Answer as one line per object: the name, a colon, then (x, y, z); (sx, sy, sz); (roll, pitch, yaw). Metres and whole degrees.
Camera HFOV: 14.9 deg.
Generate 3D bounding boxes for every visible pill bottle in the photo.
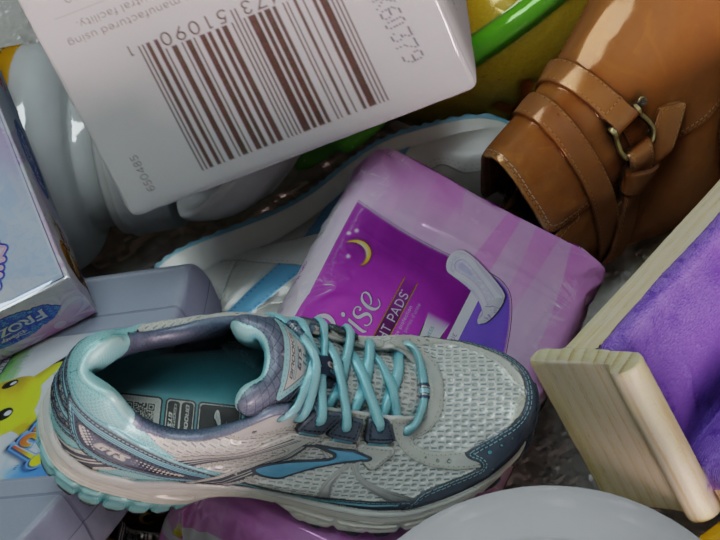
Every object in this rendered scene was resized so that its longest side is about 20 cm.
pill bottle: (-0.186, -0.048, 1.325); (0.199, 0.113, 0.113); (-8, 53, 10)

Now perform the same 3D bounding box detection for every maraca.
maraca: (0.047, -0.112, 1.311); (0.200, 0.107, 0.137); (-35, 9, 3)

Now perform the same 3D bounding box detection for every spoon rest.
spoon rest: (-0.053, -0.096, 1.315); (0.060, 0.099, 0.200); (31, 32, -14)

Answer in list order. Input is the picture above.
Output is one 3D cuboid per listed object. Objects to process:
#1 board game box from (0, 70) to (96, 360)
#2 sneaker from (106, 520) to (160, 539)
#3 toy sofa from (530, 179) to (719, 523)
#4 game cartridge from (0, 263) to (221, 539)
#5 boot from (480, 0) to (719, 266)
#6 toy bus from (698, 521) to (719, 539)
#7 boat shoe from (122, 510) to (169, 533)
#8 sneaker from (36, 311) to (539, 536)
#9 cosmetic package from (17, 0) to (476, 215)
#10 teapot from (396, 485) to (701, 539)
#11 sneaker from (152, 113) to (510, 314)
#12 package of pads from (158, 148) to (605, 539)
board game box: (-0.242, -0.024, 1.240); (0.199, 0.041, 0.201); (-26, 62, 3)
sneaker: (-0.098, 0.146, 1.178); (0.199, 0.082, 0.078); (-8, 53, 5)
toy sofa: (0.174, 0.011, 1.164); (0.097, 0.083, 0.200); (2, 40, 50)
game cartridge: (-0.141, 0.071, 1.181); (0.133, 0.041, 0.200); (-5, 37, 29)
boot: (0.106, -0.096, 1.228); (0.155, 0.201, 0.077); (-35, 42, -21)
toy bus: (0.175, 0.136, 1.123); (0.199, 0.065, 0.078); (-35, 54, -11)
boat shoe: (-0.133, 0.096, 1.234); (0.199, 0.068, 0.072); (-8, 53, 10)
sneaker: (-0.024, 0.054, 1.066); (0.199, 0.086, 0.078); (-3, 64, -11)
cosmetic package: (-0.057, -0.164, 1.195); (0.164, 0.166, 0.200); (-21, 32, 10)
teapot: (0.070, 0.162, 0.998); (0.196, 0.146, 0.201); (19, 76, 11)
sneaker: (0.000, 0.000, 1.271); (0.199, 0.077, 0.081); (-30, 62, -1)
package of pads: (0.010, 0.059, 1.161); (0.120, 0.076, 0.201); (28, 61, 1)
